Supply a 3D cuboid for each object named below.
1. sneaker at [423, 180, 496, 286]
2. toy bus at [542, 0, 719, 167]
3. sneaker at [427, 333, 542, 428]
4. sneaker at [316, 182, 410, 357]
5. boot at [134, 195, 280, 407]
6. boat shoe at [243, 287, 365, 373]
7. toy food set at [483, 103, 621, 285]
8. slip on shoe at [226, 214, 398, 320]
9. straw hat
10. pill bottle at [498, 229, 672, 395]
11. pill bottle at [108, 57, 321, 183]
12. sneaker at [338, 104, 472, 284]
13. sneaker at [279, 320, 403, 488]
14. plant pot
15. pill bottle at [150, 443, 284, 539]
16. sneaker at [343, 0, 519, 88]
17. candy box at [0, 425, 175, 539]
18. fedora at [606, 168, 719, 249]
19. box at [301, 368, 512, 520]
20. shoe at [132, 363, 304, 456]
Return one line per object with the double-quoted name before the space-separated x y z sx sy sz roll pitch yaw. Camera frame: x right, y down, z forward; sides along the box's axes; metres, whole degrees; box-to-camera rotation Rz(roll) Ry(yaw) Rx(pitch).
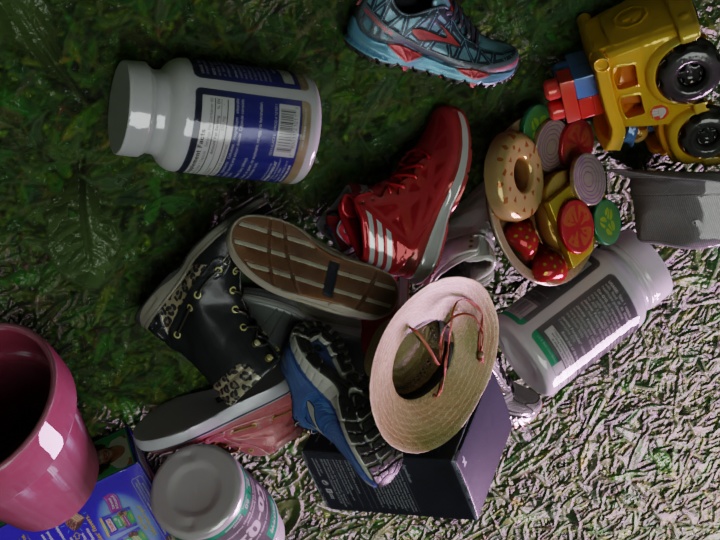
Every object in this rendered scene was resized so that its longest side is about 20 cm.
"sneaker" 0.148 -0.039 1.691 0.199 0.116 0.074 -34 124 -1
"toy bus" 0.302 -0.197 1.650 0.191 0.136 0.201 -19 128 7
"sneaker" 0.152 0.129 1.817 0.199 0.078 0.082 28 107 -32
"sneaker" 0.000 0.000 1.663 0.112 0.071 0.202 11 89 -24
"boot" -0.130 0.034 1.615 0.154 0.073 0.204 46 107 3
"boat shoe" -0.065 0.061 1.712 0.201 0.065 0.075 16 127 -22
"toy food set" 0.213 -0.084 1.671 0.198 0.048 0.201 -38 111 -39
"slip on shoe" -0.056 -0.001 1.578 0.199 0.061 0.077 19 79 -20
"straw hat" 0.055 0.092 1.615 0.200 0.085 0.203 -16 114 -40
"pill bottle" 0.264 0.047 1.764 0.199 0.113 0.113 -36 127 -11
"pill bottle" -0.149 -0.154 1.510 0.199 0.116 0.116 5 118 -23
"sneaker" 0.046 -0.095 1.605 0.115 0.078 0.202 18 77 -27
"sneaker" -0.024 0.156 1.655 0.078 0.201 0.089 -18 157 -38
"plant pot" -0.376 0.185 1.601 0.199 0.201 0.179 -30 141 -1
"pill bottle" -0.161 0.286 1.743 0.113 0.113 0.200 -30 151 0
"sneaker" 0.086 -0.252 1.559 0.199 0.079 0.096 8 115 -24
"candy box" -0.325 0.301 1.748 0.199 0.077 0.170 -25 127 -5
"fedora" 0.381 -0.071 1.704 0.198 0.177 0.091 0 93 -2
"box" 0.056 0.196 1.727 0.199 0.148 0.105 1 132 29
"shoe" -0.160 0.186 1.741 0.199 0.072 0.091 -23 122 -10
